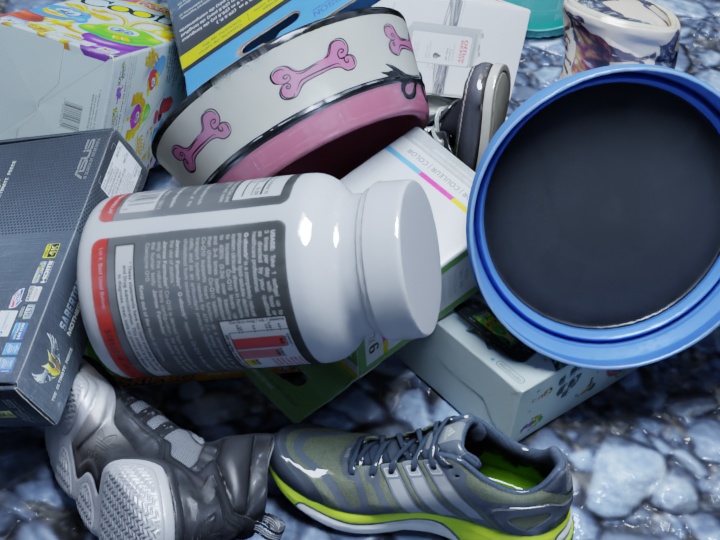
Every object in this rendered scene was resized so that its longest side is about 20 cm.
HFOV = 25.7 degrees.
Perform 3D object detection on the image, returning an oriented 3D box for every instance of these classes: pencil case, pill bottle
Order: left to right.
[{"bbox_3d":[-0.059,0.002,0.954,0.200,0.116,0.116,-5,38,17],"label":"pill bottle"},{"bbox_3d":[0.158,-0.094,1.061,0.089,0.200,0.078,17,31,16],"label":"pencil case"}]

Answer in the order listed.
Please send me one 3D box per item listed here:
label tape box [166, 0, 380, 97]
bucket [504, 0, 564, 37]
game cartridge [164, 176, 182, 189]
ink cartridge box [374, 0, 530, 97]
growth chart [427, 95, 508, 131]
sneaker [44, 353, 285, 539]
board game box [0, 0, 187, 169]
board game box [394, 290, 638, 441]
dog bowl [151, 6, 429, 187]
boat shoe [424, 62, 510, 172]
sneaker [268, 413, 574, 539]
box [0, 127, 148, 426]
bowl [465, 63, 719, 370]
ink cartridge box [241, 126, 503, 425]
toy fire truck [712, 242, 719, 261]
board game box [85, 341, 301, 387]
[{"bbox_3d":[-0.061,-0.195,1.126,0.144,0.063,0.200,-31,43,15],"label":"label tape box"},{"bbox_3d":[0.151,-0.318,1.461,0.207,0.135,0.207,4,41,-3],"label":"bucket"},{"bbox_3d":[-0.044,-0.075,1.228,0.133,0.041,0.200,24,44,23],"label":"game cartridge"},{"bbox_3d":[0.014,-0.198,1.273,0.200,0.083,0.146,0,20,-39],"label":"ink cartridge box"},{"bbox_3d":[0.078,-0.115,1.253,0.200,0.018,0.145,12,21,-15],"label":"growth chart"},{"bbox_3d":[-0.121,0.115,0.976,0.114,0.076,0.200,0,29,-30],"label":"sneaker"},{"bbox_3d":[-0.192,-0.138,1.176,0.103,0.105,0.200,19,20,13],"label":"board game box"},{"bbox_3d":[0.128,0.023,1.123,0.200,0.064,0.148,-26,52,-33],"label":"board game box"},{"bbox_3d":[-0.040,-0.097,1.095,0.200,0.200,0.074,-24,79,-31],"label":"dog bowl"},{"bbox_3d":[0.065,-0.083,1.133,0.063,0.200,0.073,18,61,7],"label":"boat shoe"},{"bbox_3d":[0.040,0.120,0.982,0.200,0.081,0.074,10,41,2],"label":"sneaker"},{"bbox_3d":[-0.238,0.005,1.010,0.158,0.051,0.200,-4,53,28],"label":"box"},{"bbox_3d":[0.163,-0.035,1.008,0.200,0.201,0.039,1,19,-8],"label":"bowl"},{"bbox_3d":[0.000,0.000,1.049,0.200,0.059,0.104,-36,57,-20],"label":"ink cartridge box"},{"bbox_3d":[0.279,-0.034,1.131,0.168,0.112,0.200,4,32,-46],"label":"toy fire truck"},{"bbox_3d":[-0.112,0.029,1.085,0.200,0.030,0.096,-6,62,-12],"label":"board game box"}]
